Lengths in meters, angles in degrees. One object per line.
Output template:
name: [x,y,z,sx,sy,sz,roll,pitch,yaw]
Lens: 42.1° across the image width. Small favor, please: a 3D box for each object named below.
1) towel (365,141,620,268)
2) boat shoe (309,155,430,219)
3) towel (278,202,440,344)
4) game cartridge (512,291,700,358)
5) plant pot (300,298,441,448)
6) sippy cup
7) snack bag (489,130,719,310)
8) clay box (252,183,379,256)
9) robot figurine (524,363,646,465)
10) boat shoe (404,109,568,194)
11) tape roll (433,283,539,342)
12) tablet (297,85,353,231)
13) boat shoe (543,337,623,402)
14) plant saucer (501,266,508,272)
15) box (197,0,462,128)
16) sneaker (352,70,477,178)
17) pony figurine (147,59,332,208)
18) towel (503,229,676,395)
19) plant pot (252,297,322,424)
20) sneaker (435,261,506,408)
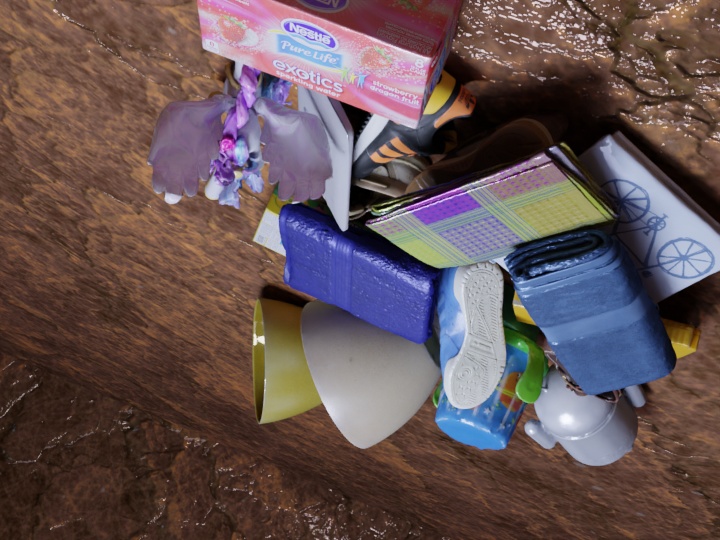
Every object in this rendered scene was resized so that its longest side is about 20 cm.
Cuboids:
towel: [0.122,-0.052,0.847,0.198,0.023,0.143,-18,150,33]
boat shoe: [-0.015,-0.095,1.036,0.199,0.065,0.071,-1,147,45]
towel: [0.000,0.000,1.086,0.198,0.050,0.148,25,148,15]
game cartridge: [0.274,0.059,1.064,0.198,0.033,0.176,13,174,12]
plant pot: [0.029,0.108,1.199,0.133,0.202,0.200,-25,139,14]
sippy cup: [0.160,0.154,1.205,0.138,0.131,0.178,18,157,14]
snack bag: [0.231,-0.024,0.900,0.188,0.022,0.200,36,135,-17]
clay box: [-0.035,-0.033,1.215,0.198,0.048,0.115,25,157,-6]
robot figurine: [0.311,0.193,1.289,0.169,0.114,0.200,-33,133,14]
boat shoe: [0.120,-0.097,0.890,0.072,0.072,0.200,51,144,-4]
tape roll: [0.140,0.061,1.252,0.198,0.049,0.201,20,157,9]
tablet: [-0.038,-0.135,0.931,0.014,0.131,0.200,-20,159,-11]
boat shoe: [0.278,0.119,1.132,0.070,0.071,0.199,13,174,42]
plant saucer: [0.227,-0.026,0.989,0.198,0.036,0.201,20,158,9]
box: [-0.024,-0.210,0.753,0.198,0.095,0.103,22,157,5]
sneaker: [0.044,-0.128,0.898,0.089,0.070,0.200,28,156,-5]
pony figurine: [-0.117,-0.139,0.898,0.164,0.195,0.200,3,163,-12]
towel: [0.228,0.040,0.909,0.111,0.049,0.200,-16,131,27]
plant pot: [-0.098,0.145,1.523,0.140,0.202,0.200,0,161,-13]
sneaker: [0.122,0.057,1.121,0.076,0.111,0.202,-9,118,-12]
